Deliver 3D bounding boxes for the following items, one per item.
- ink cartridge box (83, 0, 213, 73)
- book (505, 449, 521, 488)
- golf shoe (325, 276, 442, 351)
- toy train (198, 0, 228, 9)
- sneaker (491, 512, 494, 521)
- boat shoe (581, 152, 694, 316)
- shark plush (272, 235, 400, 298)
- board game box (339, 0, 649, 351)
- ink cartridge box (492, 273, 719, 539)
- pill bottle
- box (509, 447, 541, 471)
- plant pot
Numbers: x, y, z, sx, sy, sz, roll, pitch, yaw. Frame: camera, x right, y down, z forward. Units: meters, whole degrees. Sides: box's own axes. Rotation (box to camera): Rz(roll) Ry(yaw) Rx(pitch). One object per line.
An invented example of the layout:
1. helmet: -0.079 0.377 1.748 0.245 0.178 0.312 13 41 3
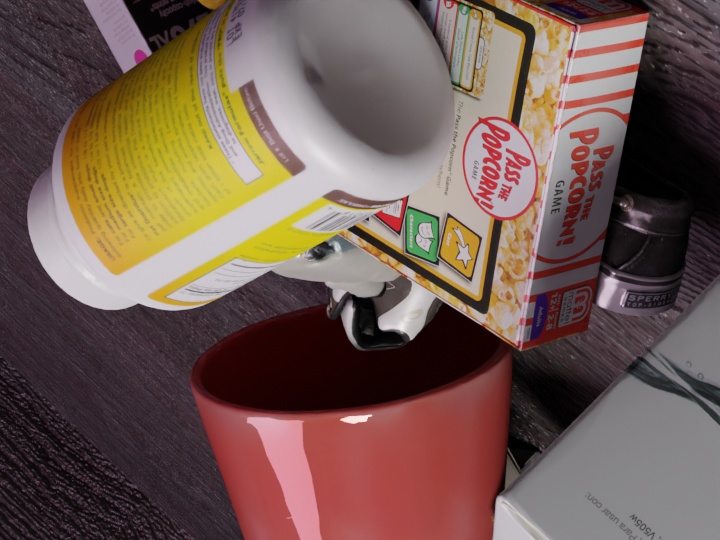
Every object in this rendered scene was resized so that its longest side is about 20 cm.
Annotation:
1. ink cartridge box: -0.100 -0.157 0.995 0.037 0.095 0.200 -21 98 51
2. book: 0.062 0.171 1.367 0.134 0.048 0.200 57 155 33
3. golf shoe: 0.000 0.000 1.173 0.078 0.095 0.200 22 172 -16
4. toy train: -0.066 -0.187 0.881 0.200 0.056 0.150 24 121 46
5. sneaker: 0.177 0.168 1.191 0.200 0.090 0.075 27 -157 -36
6. boat shoe: 0.084 -0.053 0.917 0.200 0.071 0.064 38 128 42
7. shark plush: -0.033 -0.037 1.020 0.091 0.200 0.083 156 115 -63
8. board game box: 0.031 -0.075 0.881 0.200 0.046 0.152 34 126 41
9. ink cartridge box: 0.147 0.074 0.790 0.083 0.200 0.147 42 163 18
10. pill bottle: -0.061 -0.051 0.856 0.200 0.109 0.109 -27 108 42
11. box: 0.124 0.201 1.451 0.158 0.048 0.200 50 164 -12
12. plant pot: 0.004 0.131 1.215 0.200 0.200 0.178 23 126 56
